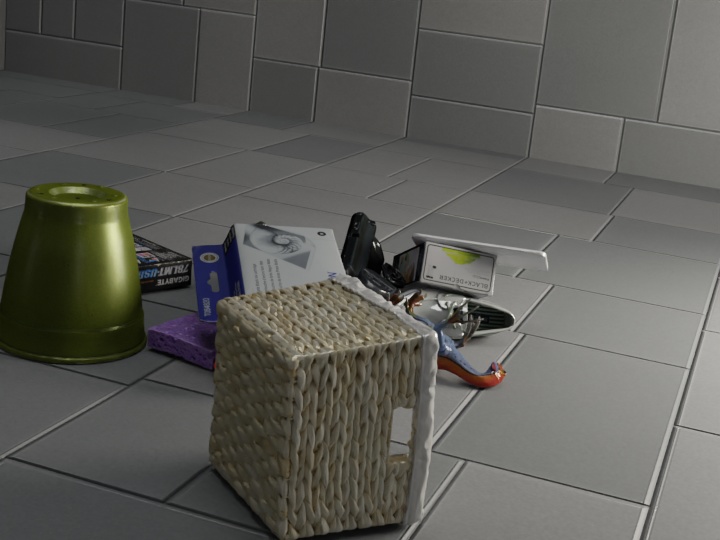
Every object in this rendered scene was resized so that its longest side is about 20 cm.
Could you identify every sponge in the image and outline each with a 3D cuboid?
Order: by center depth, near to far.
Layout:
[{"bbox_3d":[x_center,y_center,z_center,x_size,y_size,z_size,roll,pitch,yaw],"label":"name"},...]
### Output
[{"bbox_3d":[-0.184,0.083,1.597,0.110,0.030,0.199,15,17,27],"label":"sponge"}]

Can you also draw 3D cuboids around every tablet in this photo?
[{"bbox_3d":[0.179,-0.026,1.763,0.196,0.014,0.130,8,-8,12],"label":"tablet"}]

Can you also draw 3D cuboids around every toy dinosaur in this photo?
[{"bbox_3d":[0.106,0.107,1.598,0.104,0.200,0.183,13,38,-52],"label":"toy dinosaur"}]

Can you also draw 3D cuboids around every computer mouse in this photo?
[{"bbox_3d":[0.028,0.021,1.703,0.058,0.034,0.200,35,13,7],"label":"computer mouse"}]

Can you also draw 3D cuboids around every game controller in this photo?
[{"bbox_3d":[0.000,0.000,1.759,0.041,0.106,0.201,-5,32,14],"label":"game controller"}]

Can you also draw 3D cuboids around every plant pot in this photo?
[{"bbox_3d":[-0.370,-0.007,1.531,0.197,0.196,0.201,5,14,-1],"label":"plant pot"}]

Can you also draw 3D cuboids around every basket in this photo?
[{"bbox_3d":[-0.043,0.129,1.162,0.158,0.202,0.199,-4,18,-28],"label":"basket"}]

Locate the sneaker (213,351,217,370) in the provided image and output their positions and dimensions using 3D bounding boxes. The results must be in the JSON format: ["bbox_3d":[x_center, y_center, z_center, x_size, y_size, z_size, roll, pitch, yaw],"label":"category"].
[{"bbox_3d":[-0.130,0.093,1.508,0.106,0.068,0.202,7,17,-8],"label":"sneaker"}]

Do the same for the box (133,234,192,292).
[{"bbox_3d":[-0.394,-0.013,1.826,0.198,0.051,0.197,20,21,40],"label":"box"}]

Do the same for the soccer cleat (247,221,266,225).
[{"bbox_3d":[-0.115,0.007,1.680,0.199,0.070,0.086,33,58,31],"label":"soccer cleat"}]

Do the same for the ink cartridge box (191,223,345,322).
[{"bbox_3d":[-0.119,0.002,1.563,0.196,0.041,0.200,1,31,-13],"label":"ink cartridge box"}]

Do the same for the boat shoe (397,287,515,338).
[{"bbox_3d":[0.132,0.061,1.706,0.197,0.075,0.067,-1,-2,-28],"label":"boat shoe"}]

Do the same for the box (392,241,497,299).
[{"bbox_3d":[0.121,0.007,1.795,0.115,0.061,0.200,11,-7,-10],"label":"box"}]
